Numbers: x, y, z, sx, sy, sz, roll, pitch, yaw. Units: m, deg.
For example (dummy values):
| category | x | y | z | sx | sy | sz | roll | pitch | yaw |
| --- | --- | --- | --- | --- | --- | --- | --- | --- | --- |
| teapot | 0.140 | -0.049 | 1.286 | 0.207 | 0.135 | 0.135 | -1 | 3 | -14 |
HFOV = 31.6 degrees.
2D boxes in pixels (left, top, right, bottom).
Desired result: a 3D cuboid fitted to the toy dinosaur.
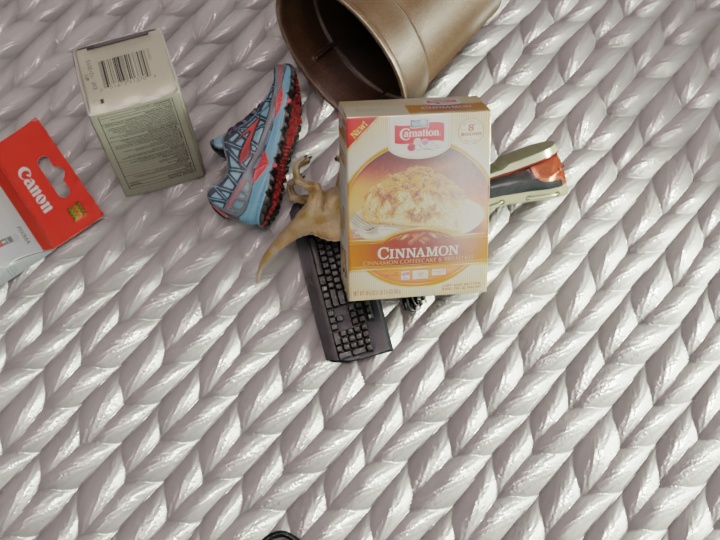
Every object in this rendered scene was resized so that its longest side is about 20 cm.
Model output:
| category | x | y | z | sx | sy | sz | roll | pitch | yaw |
| --- | --- | --- | --- | --- | --- | --- | --- | --- | --- |
| toy dinosaur | -0.048 | -0.072 | 1.422 | 0.199 | 0.058 | 0.102 | -26 | 71 | -1 |

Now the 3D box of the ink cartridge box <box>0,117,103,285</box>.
| category | x | y | z | sx | sy | sz | roll | pitch | yaw |
| --- | --- | --- | --- | --- | --- | --- | --- | --- | --- |
| ink cartridge box | -0.420 | -0.072 | 1.452 | 0.199 | 0.050 | 0.163 | -35 | 73 | -8 |

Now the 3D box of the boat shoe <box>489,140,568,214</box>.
| category | x | y | z | sx | sy | sz | roll | pitch | yaw |
| --- | --- | --- | --- | --- | --- | --- | --- | --- | --- |
| boat shoe | 0.137 | -0.084 | 1.437 | 0.199 | 0.071 | 0.063 | -20 | 109 | 0 |

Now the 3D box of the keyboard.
| category | x | y | z | sx | sy | sz | roll | pitch | yaw |
| --- | --- | --- | --- | --- | --- | --- | --- | --- | --- |
| keyboard | 0.000 | 0.000 | 1.431 | 0.126 | 0.021 | 0.201 | -14 | 71 | -4 |

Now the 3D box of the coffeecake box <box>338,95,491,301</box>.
| category | x | y | z | sx | sy | sz | roll | pitch | yaw |
| --- | --- | --- | --- | --- | --- | --- | --- | --- | --- |
| coffeecake box | 0.056 | -0.078 | 1.351 | 0.152 | 0.073 | 0.201 | -4 | 111 | -7 |

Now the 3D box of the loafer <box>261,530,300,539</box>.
| category | x | y | z | sx | sy | sz | roll | pitch | yaw |
| --- | --- | --- | --- | --- | --- | --- | --- | --- | --- |
| loafer | -0.041 | 0.348 | 1.275 | 0.068 | 0.070 | 0.201 | -30 | 72 | -10 |

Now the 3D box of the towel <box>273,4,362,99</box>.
| category | x | y | z | sx | sy | sz | roll | pitch | yaw |
| --- | --- | --- | --- | --- | --- | --- | --- | --- | --- |
| towel | 0.012 | -0.301 | 1.537 | 0.199 | 0.030 | 0.147 | -25 | 72 | -8 |

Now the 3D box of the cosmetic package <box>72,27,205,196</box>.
| category | x | y | z | sx | sy | sz | roll | pitch | yaw |
| --- | --- | --- | --- | --- | --- | --- | --- | --- | --- |
| cosmetic package | -0.241 | -0.171 | 1.404 | 0.103 | 0.200 | 0.088 | -16 | 69 | -6 |

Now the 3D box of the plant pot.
| category | x | y | z | sx | sy | sz | roll | pitch | yaw |
| --- | --- | --- | --- | --- | --- | --- | --- | --- | --- |
| plant pot | 0.042 | -0.294 | 1.433 | 0.200 | 0.201 | 0.198 | 41 | 68 | 15 |

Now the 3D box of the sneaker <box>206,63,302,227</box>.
| category | x | y | z | sx | sy | sz | roll | pitch | yaw |
| --- | --- | --- | --- | --- | --- | --- | --- | --- | --- |
| sneaker | -0.125 | -0.154 | 1.460 | 0.095 | 0.079 | 0.201 | 11 | 70 | 8 |
